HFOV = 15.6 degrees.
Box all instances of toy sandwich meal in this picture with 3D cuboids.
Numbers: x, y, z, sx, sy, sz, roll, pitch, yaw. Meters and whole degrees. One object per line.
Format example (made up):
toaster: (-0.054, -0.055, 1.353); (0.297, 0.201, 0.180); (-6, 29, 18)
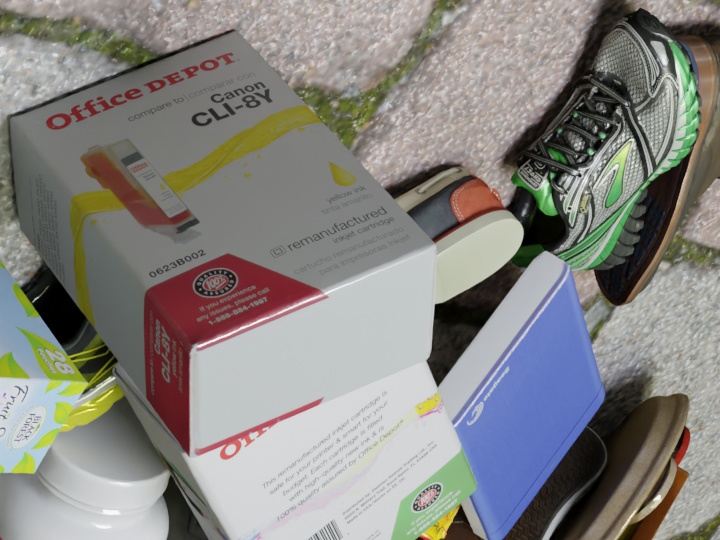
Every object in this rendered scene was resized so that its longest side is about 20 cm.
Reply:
toy sandwich meal: (0.188, 0.178, 1.860); (0.205, 0.070, 0.205); (-55, -177, 4)

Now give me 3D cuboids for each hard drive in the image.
hard drive: (0.102, 0.086, 1.691); (0.132, 0.025, 0.200); (-52, 155, -14)

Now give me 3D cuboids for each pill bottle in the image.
pill bottle: (-0.176, 0.170, 1.547); (0.108, 0.109, 0.200); (-6, 133, -39)

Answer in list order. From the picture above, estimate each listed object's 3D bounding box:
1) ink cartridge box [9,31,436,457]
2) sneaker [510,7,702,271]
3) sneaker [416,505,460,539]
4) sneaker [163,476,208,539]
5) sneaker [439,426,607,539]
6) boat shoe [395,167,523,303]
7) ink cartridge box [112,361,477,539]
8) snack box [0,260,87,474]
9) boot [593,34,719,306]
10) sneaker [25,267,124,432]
ink cartridge box: (-0.074, -0.019, 1.357); (0.145, 0.200, 0.084); (-23, 139, -23)
sneaker: (0.144, -0.071, 1.609); (0.085, 0.078, 0.200); (-12, 137, -33)
sneaker: (0.049, 0.142, 1.757); (0.200, 0.077, 0.073); (-41, 144, -1)
sneaker: (-0.073, 0.122, 1.609); (0.076, 0.091, 0.200); (4, 127, -48)
sneaker: (0.093, 0.188, 1.826); (0.200, 0.073, 0.085); (-34, 164, -35)
boat shoe: (0.000, 0.000, 1.564); (0.200, 0.063, 0.071); (-27, 145, -18)
ink cartridge box: (-0.033, 0.089, 1.473); (0.145, 0.084, 0.200); (-37, 141, -11)
snack box: (-0.255, 0.017, 1.253); (0.200, 0.169, 0.068); (7, 125, -48)
boot: (0.215, -0.064, 1.686); (0.097, 0.075, 0.201); (-11, 134, -31)
sneaker: (-0.121, 0.012, 1.454); (0.200, 0.075, 0.085); (-39, 145, -2)
